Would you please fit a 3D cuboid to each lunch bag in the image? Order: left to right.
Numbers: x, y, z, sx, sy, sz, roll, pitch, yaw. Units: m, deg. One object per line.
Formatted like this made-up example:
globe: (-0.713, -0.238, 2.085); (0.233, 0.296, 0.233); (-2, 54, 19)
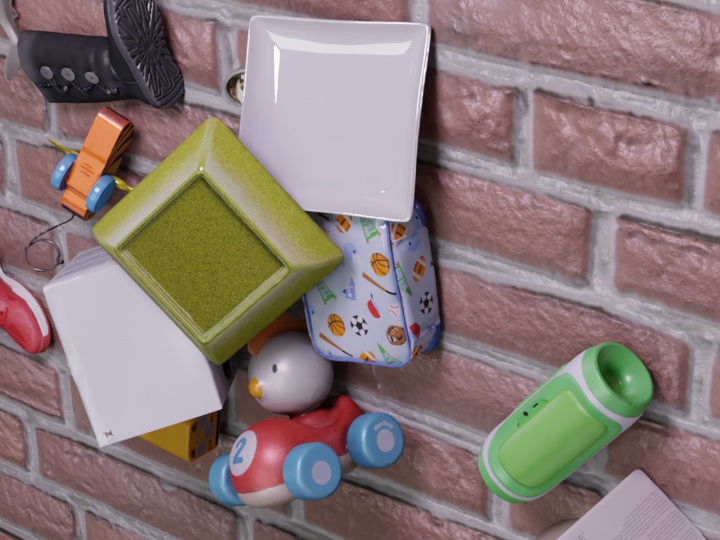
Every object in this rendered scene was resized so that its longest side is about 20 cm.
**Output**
lunch bag: (0.000, 0.000, 1.755); (0.160, 0.075, 0.201); (7, 113, 39)

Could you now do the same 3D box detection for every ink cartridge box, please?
ink cartridge box: (0.272, 0.302, 1.579); (0.176, 0.200, 0.045); (46, 131, 14)

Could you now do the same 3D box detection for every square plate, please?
square plate: (-0.028, -0.156, 1.682); (0.199, 0.028, 0.199); (6, 92, 21)

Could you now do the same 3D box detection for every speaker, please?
speaker: (0.202, 0.154, 1.651); (0.089, 0.088, 0.200); (51, 131, 10)

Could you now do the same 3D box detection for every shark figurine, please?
shark figurine: (-0.432, -0.342, 1.947); (0.128, 0.089, 0.215); (21, 119, 32)

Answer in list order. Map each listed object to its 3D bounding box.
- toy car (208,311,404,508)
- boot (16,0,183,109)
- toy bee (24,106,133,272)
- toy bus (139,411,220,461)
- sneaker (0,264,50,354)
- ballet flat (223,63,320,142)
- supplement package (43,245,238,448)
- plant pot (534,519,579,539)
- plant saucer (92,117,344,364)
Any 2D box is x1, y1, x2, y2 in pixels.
toy car: (-0.084, 0.143, 1.818); (0.184, 0.177, 0.201); (-15, 95, 52)
boot: (-0.310, -0.261, 1.881); (0.199, 0.066, 0.165); (11, 131, 38)
toy bee: (-0.327, -0.107, 1.960); (0.200, 0.109, 0.131); (-38, 91, 14)
toy bus: (-0.260, 0.161, 2.027); (0.200, 0.078, 0.065); (22, 121, 30)
sneaker: (-0.498, 0.043, 2.142); (0.200, 0.115, 0.078); (48, 131, 13)
ballet flat: (-0.064, -0.155, 1.745); (0.200, 0.064, 0.068); (34, 126, 22)
supplement package: (-0.240, 0.065, 1.861); (0.147, 0.200, 0.192); (-17, 100, 4)
plant pot: (0.197, 0.379, 1.674); (0.187, 0.200, 0.188); (15, 117, 33)
plant saucer: (-0.155, -0.019, 1.692); (0.200, 0.048, 0.200); (-40, 97, 24)
